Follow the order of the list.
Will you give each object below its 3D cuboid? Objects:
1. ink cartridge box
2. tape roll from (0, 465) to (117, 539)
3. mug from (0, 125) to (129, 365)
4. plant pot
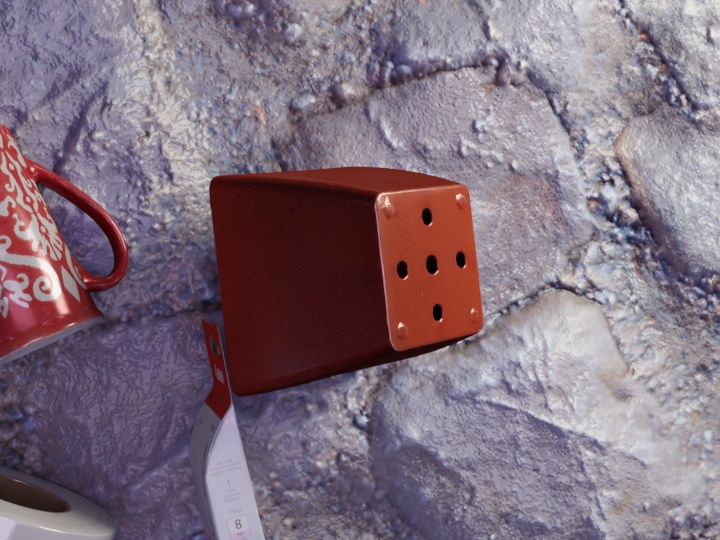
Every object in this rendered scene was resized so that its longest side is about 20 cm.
[{"bbox_3d":[-0.141,0.154,1.252,0.056,0.162,0.203,-16,93,-12],"label":"ink cartridge box"},{"bbox_3d":[-0.336,0.265,1.206,0.200,0.203,0.141,19,89,-8],"label":"tape roll"},{"bbox_3d":[-0.331,-0.026,1.258,0.132,0.177,0.202,-24,90,30],"label":"mug"},{"bbox_3d":[0.000,0.000,1.217,0.199,0.175,0.203,-9,93,-47],"label":"plant pot"}]
